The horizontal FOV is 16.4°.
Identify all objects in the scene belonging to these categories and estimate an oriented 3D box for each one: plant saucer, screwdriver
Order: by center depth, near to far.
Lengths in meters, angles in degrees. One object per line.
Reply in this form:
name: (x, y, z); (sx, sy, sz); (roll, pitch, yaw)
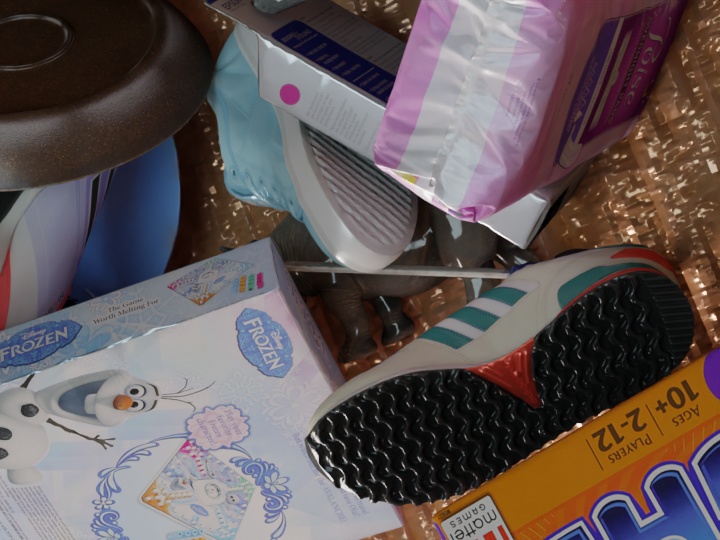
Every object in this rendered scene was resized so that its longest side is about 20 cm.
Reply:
screwdriver: (0.058, 0.005, 1.256); (0.199, 0.028, 0.029); (-2, 68, -5)
plant saucer: (-0.179, -0.111, 1.327); (0.200, 0.200, 0.032); (18, 132, 26)

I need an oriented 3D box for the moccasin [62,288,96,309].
moccasin: (-0.126, 0.053, 1.371); (0.200, 0.081, 0.068); (30, 142, -10)

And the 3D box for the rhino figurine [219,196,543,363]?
rhino figurine: (0.000, 0.000, 1.322); (0.200, 0.060, 0.088); (-13, 96, 26)

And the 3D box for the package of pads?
package of pads: (0.086, -0.104, 1.180); (0.076, 0.200, 0.121); (29, 114, 17)

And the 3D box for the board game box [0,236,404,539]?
board game box: (-0.102, 0.092, 1.298); (0.199, 0.043, 0.200); (-18, 134, 8)

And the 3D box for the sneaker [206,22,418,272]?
sneaker: (-0.030, -0.053, 1.299); (0.082, 0.074, 0.200); (-56, 34, 28)

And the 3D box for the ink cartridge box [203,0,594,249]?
ink cartridge box: (0.017, -0.085, 1.258); (0.200, 0.095, 0.037); (33, 115, 7)

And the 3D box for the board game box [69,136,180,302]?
board game box: (-0.173, -0.060, 1.426); (0.200, 0.039, 0.158); (24, 115, 27)

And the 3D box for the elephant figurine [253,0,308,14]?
elephant figurine: (0.013, -0.252, 1.242); (0.141, 0.155, 0.201); (-22, 85, 47)

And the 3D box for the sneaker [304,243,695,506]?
sneaker: (0.068, 0.046, 1.212); (0.199, 0.093, 0.070); (-27, 106, 13)

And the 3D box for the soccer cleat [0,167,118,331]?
soccer cleat: (-0.171, -0.020, 1.323); (0.068, 0.200, 0.073); (9, 145, 37)

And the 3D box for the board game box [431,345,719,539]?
board game box: (0.197, 0.135, 1.154); (0.200, 0.200, 0.200); (-33, 81, 30)
